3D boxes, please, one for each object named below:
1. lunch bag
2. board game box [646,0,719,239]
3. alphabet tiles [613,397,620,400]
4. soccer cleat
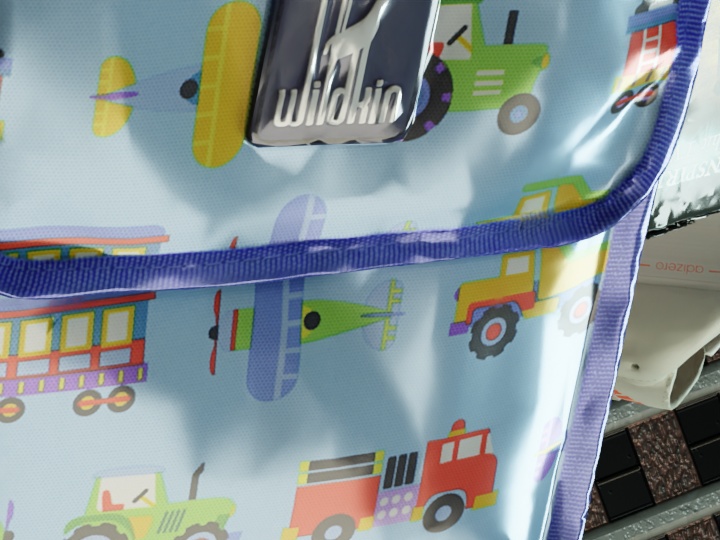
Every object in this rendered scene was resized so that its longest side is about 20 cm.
[{"bbox_3d":[-0.018,-0.033,0.518,0.150,0.094,0.201,-5,134,-24],"label":"lunch bag"},{"bbox_3d":[0.125,-0.084,0.642,0.199,0.028,0.136,-16,133,-39],"label":"board game box"},{"bbox_3d":[0.000,0.000,0.888,0.165,0.006,0.200,8,163,32],"label":"alphabet tiles"},{"bbox_3d":[0.048,0.008,0.746,0.199,0.078,0.069,-21,-174,25],"label":"soccer cleat"}]
